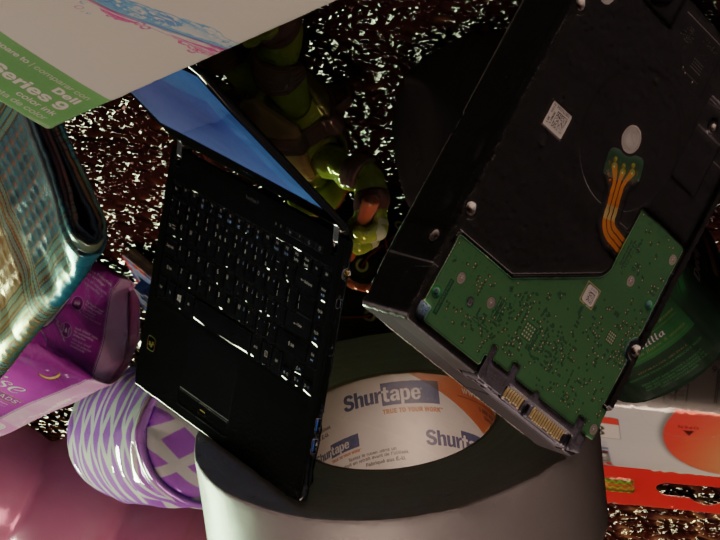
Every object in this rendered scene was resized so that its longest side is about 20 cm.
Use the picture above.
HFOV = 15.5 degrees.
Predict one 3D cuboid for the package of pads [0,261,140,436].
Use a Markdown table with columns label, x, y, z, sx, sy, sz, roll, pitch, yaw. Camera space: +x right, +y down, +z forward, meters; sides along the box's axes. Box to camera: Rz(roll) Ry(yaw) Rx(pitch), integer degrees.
| label | x | y | z | sx | sy | sz | roll | pitch | yaw |
| --- | --- | --- | --- | --- | --- | --- | --- | --- | --- |
| package of pads | -0.232 | 0.042 | 1.541 | 0.120 | 0.076 | 0.199 | 29 | 146 | -31 |

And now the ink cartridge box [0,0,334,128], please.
| label | x | y | z | sx | sy | sz | roll | pitch | yaw |
| --- | --- | --- | --- | --- | --- | --- | --- | --- | --- |
| ink cartridge box | -0.080 | -0.161 | 1.072 | 0.087 | 0.146 | 0.199 | 32 | 144 | -33 |

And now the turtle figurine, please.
| label | x | y | z | sx | sy | sz | roll | pitch | yaw |
| --- | --- | --- | --- | --- | --- | --- | --- | --- | --- |
| turtle figurine | -0.032 | -0.073 | 1.264 | 0.200 | 0.064 | 0.162 | 37 | 161 | 42 |

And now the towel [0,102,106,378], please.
| label | x | y | z | sx | sy | sz | roll | pitch | yaw |
| --- | --- | --- | --- | --- | --- | --- | --- | --- | --- |
| towel | -0.192 | -0.036 | 1.349 | 0.022 | 0.148 | 0.200 | -17 | 165 | -31 |

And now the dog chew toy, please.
| label | x | y | z | sx | sy | sz | roll | pitch | yaw |
| --- | --- | --- | --- | --- | --- | --- | --- | --- | --- |
| dog chew toy | -0.172 | 0.163 | 1.691 | 0.199 | 0.125 | 0.125 | 26 | 148 | -8 |

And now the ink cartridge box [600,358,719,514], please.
| label | x | y | z | sx | sy | sz | roll | pitch | yaw |
| --- | --- | --- | --- | --- | --- | --- | --- | --- | --- |
| ink cartridge box | 0.195 | 0.112 | 1.538 | 0.161 | 0.050 | 0.201 | 5 | 146 | 13 |

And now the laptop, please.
| label | x | y | z | sx | sy | sz | roll | pitch | yaw |
| --- | --- | --- | --- | --- | --- | --- | --- | --- | --- |
| laptop | -0.090 | -0.015 | 1.233 | 0.103 | 0.202 | 0.177 | 2 | -165 | -32 |

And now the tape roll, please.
| label | x | y | z | sx | sy | sz | roll | pitch | yaw |
| --- | --- | --- | --- | --- | --- | --- | --- | --- | --- |
| tape roll | 0.020 | 0.101 | 1.295 | 0.199 | 0.200 | 0.067 | 0 | 115 | 19 |

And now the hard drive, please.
| label | x | y | z | sx | sy | sz | roll | pitch | yaw |
| --- | --- | --- | --- | --- | --- | --- | --- | --- | --- |
| hard drive | 0.096 | -0.035 | 1.179 | 0.038 | 0.201 | 0.140 | 14 | 162 | 49 |

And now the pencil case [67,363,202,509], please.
| label | x | y | z | sx | sy | sz | roll | pitch | yaw |
| --- | --- | --- | --- | --- | --- | --- | --- | --- | --- |
| pencil case | -0.110 | 0.096 | 1.507 | 0.085 | 0.085 | 0.200 | 19 | 173 | -16 |

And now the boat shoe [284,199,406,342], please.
| label | x | y | z | sx | sy | sz | roll | pitch | yaw |
| --- | --- | --- | --- | --- | --- | --- | --- | --- | --- |
| boat shoe | 0.000 | 0.002 | 1.394 | 0.200 | 0.074 | 0.063 | 2 | 146 | 12 |

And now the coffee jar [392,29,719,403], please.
| label | x | y | z | sx | sy | sz | roll | pitch | yaw |
| --- | --- | --- | --- | --- | --- | --- | --- | --- | --- |
| coffee jar | 0.098 | -0.026 | 1.280 | 0.085 | 0.105 | 0.200 | -31 | 134 | 21 |

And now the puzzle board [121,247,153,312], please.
| label | x | y | z | sx | sy | sz | roll | pitch | yaw |
| --- | --- | --- | --- | --- | --- | --- | --- | --- | --- |
| puzzle board | -0.062 | 0.082 | 1.525 | 0.150 | 0.017 | 0.200 | 38 | 164 | 32 |
